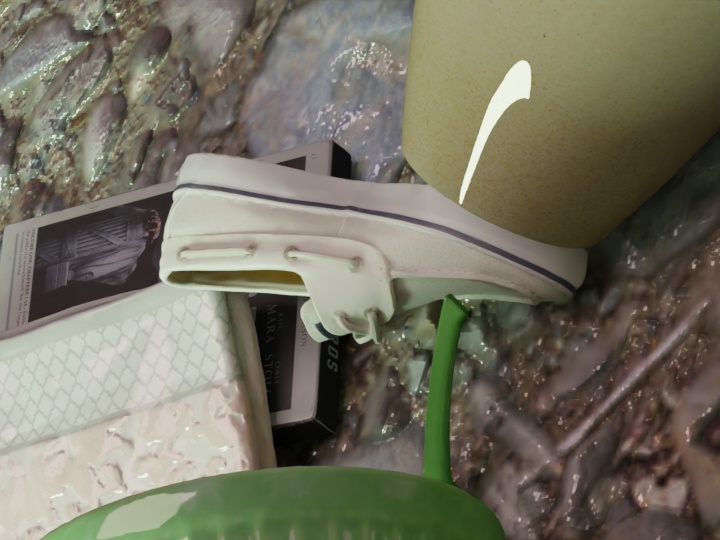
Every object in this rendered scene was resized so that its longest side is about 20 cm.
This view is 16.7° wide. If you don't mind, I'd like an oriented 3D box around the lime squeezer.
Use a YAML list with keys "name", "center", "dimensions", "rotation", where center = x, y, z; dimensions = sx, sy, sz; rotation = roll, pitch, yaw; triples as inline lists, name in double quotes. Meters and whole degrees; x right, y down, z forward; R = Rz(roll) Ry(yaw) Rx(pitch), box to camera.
- name: "lime squeezer"
  center: [-0.002, 0.107, 1.033]
  dimensions: [0.200, 0.071, 0.038]
  rotation: [-48, 9, 19]

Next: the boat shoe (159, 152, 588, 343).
- name: "boat shoe"
  center: [0.000, 0.000, 1.057]
  dimensions: [0.200, 0.071, 0.070]
  rotation: [11, 76, 25]

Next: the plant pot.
- name: "plant pot"
  center: [0.098, -0.118, 0.982]
  dimensions: [0.200, 0.187, 0.187]
  rotation: [-64, 35, 21]

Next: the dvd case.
- name: "dvd case"
  center: [-0.097, 0.026, 1.191]
  dimensions: [0.200, 0.025, 0.151]
  rotation: [-14, 58, 28]

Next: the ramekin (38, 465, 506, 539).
- name: "ramekin"
  center: [-0.035, 0.161, 0.940]
  dimensions: [0.200, 0.200, 0.098]
  rotation: [-31, 54, 35]

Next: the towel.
- name: "towel"
  center: [-0.126, 0.109, 1.138]
  dimensions: [0.200, 0.032, 0.191]
  rotation: [-18, 72, 28]
